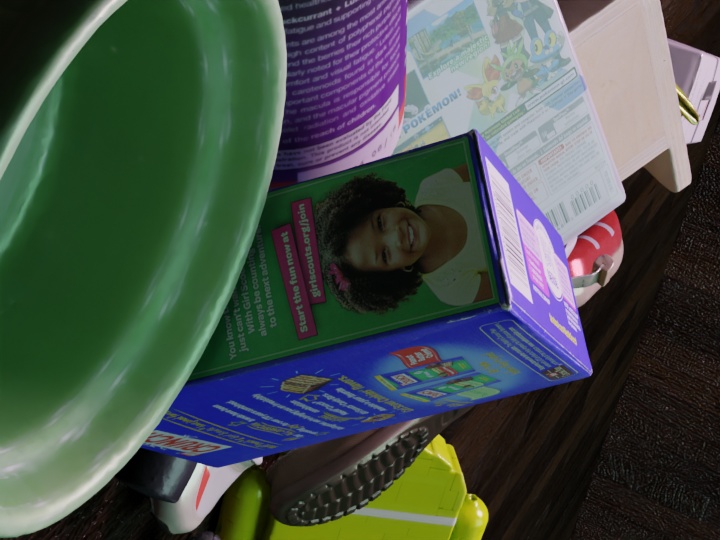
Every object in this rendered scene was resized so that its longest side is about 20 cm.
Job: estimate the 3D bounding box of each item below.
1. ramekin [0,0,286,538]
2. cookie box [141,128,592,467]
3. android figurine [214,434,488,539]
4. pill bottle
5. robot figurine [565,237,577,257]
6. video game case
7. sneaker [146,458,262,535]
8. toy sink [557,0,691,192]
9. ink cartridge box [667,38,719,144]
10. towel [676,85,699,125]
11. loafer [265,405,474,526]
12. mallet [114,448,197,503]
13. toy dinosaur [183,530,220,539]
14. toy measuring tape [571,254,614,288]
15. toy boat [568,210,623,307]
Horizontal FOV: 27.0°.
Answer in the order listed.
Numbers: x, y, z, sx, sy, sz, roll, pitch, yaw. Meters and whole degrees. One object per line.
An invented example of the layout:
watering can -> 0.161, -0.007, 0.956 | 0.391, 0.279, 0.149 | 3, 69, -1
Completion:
ramekin -> -0.113, -0.025, 0.491 | 0.201, 0.097, 0.201 | -57, 161, -31
cookie box -> -0.016, 0.022, 0.654 | 0.171, 0.198, 0.076 | 34, 43, -67
android figurine -> -0.004, 0.167, 0.986 | 0.041, 0.179, 0.202 | -108, -151, -60
pill bottle -> -0.035, -0.125, 0.583 | 0.112, 0.110, 0.201 | -56, 161, -31
robot figurine -> 0.119, -0.088, 1.101 | 0.150, 0.124, 0.202 | -39, 147, -59
video game case -> 0.032, -0.052, 0.773 | 0.199, 0.022, 0.183 | -35, 127, -9
sneaker -> -0.044, 0.063, 0.837 | 0.202, 0.092, 0.070 | -63, 163, -15
toy sink -> 0.108, -0.114, 0.907 | 0.111, 0.131, 0.201 | -35, 144, -5
ink cartridge box -> 0.232, -0.170, 1.314 | 0.200, 0.145, 0.084 | -18, 128, -70
towel -> 0.177, -0.174, 1.063 | 0.018, 0.201, 0.086 | -44, 123, 12
loafer -> 0.017, 0.077, 0.903 | 0.199, 0.067, 0.076 | -35, 156, -20
mallet -> -0.124, 0.074, 0.707 | 0.067, 0.041, 0.200 | -70, 160, -2
toy dinosaur -> -0.126, 0.227, 0.806 | 0.136, 0.101, 0.202 | 126, -22, -59
toy measuring tape -> 0.072, -0.002, 1.034 | 0.074, 0.197, 0.075 | 167, -90, -82
toy boat -> 0.156, -0.041, 1.340 | 0.200, 0.129, 0.133 | -33, 114, -63
